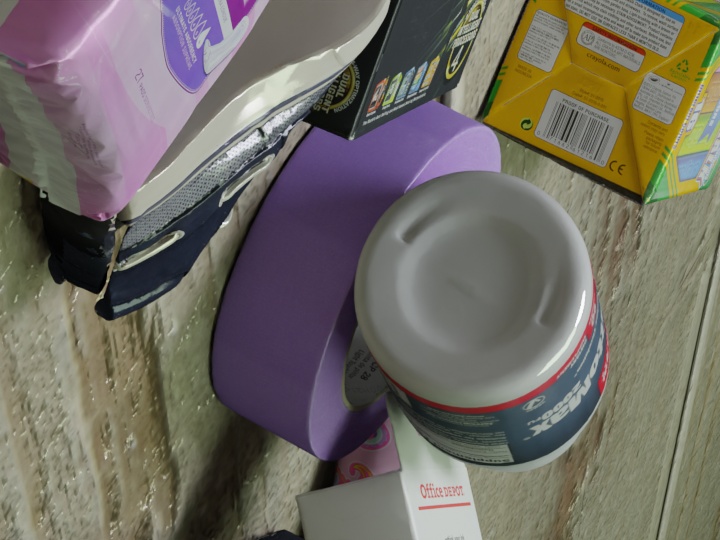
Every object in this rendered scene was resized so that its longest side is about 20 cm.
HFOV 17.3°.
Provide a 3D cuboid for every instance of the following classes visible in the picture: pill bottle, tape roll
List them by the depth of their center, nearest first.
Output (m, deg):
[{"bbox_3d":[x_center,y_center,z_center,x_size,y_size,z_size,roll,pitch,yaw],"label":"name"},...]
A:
[{"bbox_3d":[0.070,0.037,1.232,0.120,0.119,0.200,-59,162,-11],"label":"pill bottle"},{"bbox_3d":[0.000,0.000,1.282,0.201,0.065,0.201,-53,159,-31],"label":"tape roll"}]

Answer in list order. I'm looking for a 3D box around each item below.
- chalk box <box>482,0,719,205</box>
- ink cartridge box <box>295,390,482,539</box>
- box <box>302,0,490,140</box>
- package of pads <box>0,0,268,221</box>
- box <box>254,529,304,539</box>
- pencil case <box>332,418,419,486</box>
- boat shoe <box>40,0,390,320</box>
[{"bbox_3d":[0.182,-0.128,1.512,0.200,0.124,0.125,-17,132,-67],"label":"chalk box"},{"bbox_3d":[0.025,0.173,1.306,0.115,0.067,0.202,12,64,-70],"label":"ink cartridge box"},{"bbox_3d":[0.031,-0.157,1.148,0.200,0.049,0.162,-32,142,-70],"label":"box"},{"bbox_3d":[-0.075,-0.129,0.877,0.201,0.075,0.121,-57,164,-19],"label":"package of pads"},{"bbox_3d":[-0.074,0.276,1.373,0.201,0.123,0.198,-67,161,10],"label":"box"},{"bbox_3d":[0.026,0.129,1.505,0.087,0.087,0.201,-33,146,-57],"label":"pencil case"},{"bbox_3d":[-0.065,-0.063,1.017,0.200,0.075,0.093,-39,156,-33],"label":"boat shoe"}]
